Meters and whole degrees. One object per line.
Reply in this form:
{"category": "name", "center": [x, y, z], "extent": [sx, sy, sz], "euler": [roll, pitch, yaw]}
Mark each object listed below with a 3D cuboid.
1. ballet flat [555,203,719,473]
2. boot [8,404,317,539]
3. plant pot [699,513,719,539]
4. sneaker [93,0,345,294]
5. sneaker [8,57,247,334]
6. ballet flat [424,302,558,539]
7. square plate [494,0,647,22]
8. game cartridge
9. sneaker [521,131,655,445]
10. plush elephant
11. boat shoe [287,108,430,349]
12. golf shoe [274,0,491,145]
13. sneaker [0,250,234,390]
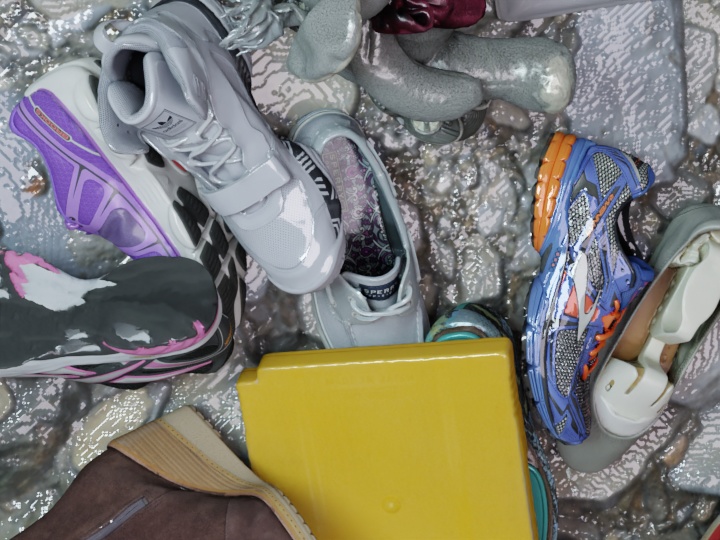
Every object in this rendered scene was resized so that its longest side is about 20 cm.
{"category": "ballet flat", "center": [0.189, 0.048, 1.352], "extent": [0.067, 0.064, 0.200], "euler": [27, 97, -16]}
{"category": "boot", "center": [-0.117, 0.187, 1.263], "extent": [0.166, 0.200, 0.072], "euler": [-39, 142, -13]}
{"category": "plant pot", "center": [0.314, 0.232, 1.359], "extent": [0.182, 0.200, 0.200], "euler": [38, 94, -8]}
{"category": "sneaker", "center": [-0.088, -0.068, 1.216], "extent": [0.075, 0.115, 0.200], "euler": [-29, 88, 26]}
{"category": "sneaker", "center": [-0.139, -0.039, 1.272], "extent": [0.083, 0.081, 0.200], "euler": [-25, 112, 23]}
{"category": "ballet flat", "center": [0.088, 0.110, 1.343], "extent": [0.074, 0.074, 0.200], "euler": [-14, 113, -8]}
{"category": "square plate", "center": [0.175, -0.263, 1.292], "extent": [0.200, 0.028, 0.198], "euler": [-9, 106, -10]}
{"category": "game cartridge", "center": [0.022, 0.141, 1.318], "extent": [0.176, 0.032, 0.200], "euler": [-4, 111, 12]}
{"category": "sneaker", "center": [0.145, 0.015, 1.314], "extent": [0.078, 0.075, 0.200], "euler": [5, 101, 12]}
{"category": "plush elephant", "center": [0.016, -0.167, 1.140], "extent": [0.200, 0.155, 0.165], "euler": [-9, 81, -2]}
{"category": "boat shoe", "center": [0.001, -0.001, 1.297], "extent": [0.070, 0.072, 0.201], "euler": [-18, 106, -6]}
{"category": "golf shoe", "center": [-0.001, -0.153, 1.263], "extent": [0.077, 0.088, 0.200], "euler": [-39, 85, 3]}
{"category": "sneaker", "center": [-0.168, 0.043, 1.253], "extent": [0.200, 0.086, 0.080], "euler": [3, 63, 21]}
